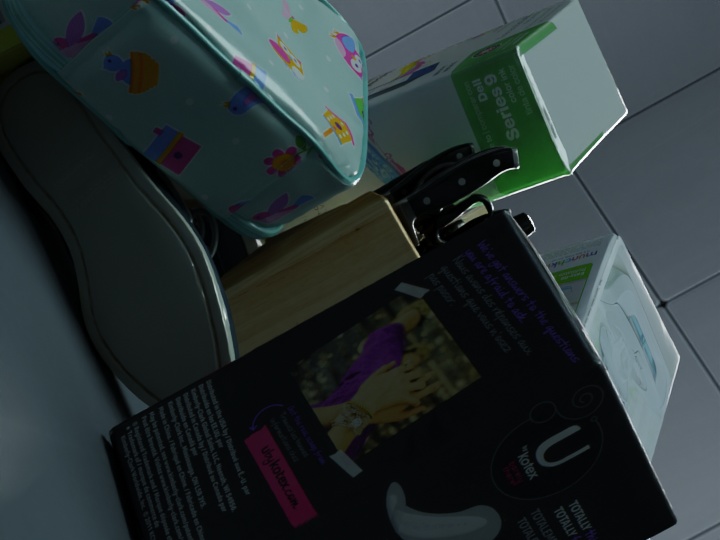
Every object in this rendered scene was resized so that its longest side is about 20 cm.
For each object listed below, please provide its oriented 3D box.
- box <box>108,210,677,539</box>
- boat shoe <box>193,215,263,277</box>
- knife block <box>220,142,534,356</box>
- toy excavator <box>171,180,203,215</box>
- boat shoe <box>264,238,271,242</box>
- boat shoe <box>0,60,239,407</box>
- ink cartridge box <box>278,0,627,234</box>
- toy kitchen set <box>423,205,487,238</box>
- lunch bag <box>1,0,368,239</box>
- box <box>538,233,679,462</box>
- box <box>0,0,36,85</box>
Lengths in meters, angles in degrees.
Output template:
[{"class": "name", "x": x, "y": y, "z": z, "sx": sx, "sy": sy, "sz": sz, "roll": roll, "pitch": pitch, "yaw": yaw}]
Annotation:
[{"class": "box", "x": 0.013, "y": 0.088, "z": 0.746, "sx": 0.122, "sy": 0.200, "sz": 0.106, "roll": 59, "pitch": 4, "yaw": -43}, {"class": "boat shoe", "x": -0.084, "y": 0.004, "z": 1.092, "sx": 0.075, "sy": 0.062, "sz": 0.200, "roll": 57, "pitch": 9, "yaw": -75}, {"class": "knife block", "x": 0.000, "y": 0.000, "z": 0.957, "sx": 0.200, "sy": 0.175, "sz": 0.064, "roll": -39, "pitch": 102, "yaw": -48}, {"class": "toy excavator", "x": -0.086, "y": -0.125, "z": 1.027, "sx": 0.194, "sy": 0.100, "sz": 0.200, "roll": 17, "pitch": 69, "yaw": -68}, {"class": "boat shoe", "x": -0.041, "y": 0.025, "z": 1.161, "sx": 0.076, "sy": 0.074, "sz": 0.200, "roll": 51, "pitch": 35, "yaw": -77}, {"class": "boat shoe", "x": -0.112, "y": -0.013, "z": 0.845, "sx": 0.200, "sy": 0.075, "sz": 0.062, "roll": 53, "pitch": 11, "yaw": 19}, {"class": "ink cartridge box", "x": 0.047, "y": -0.086, "z": 1.094, "sx": 0.088, "sy": 0.200, "sz": 0.145, "roll": 64, "pitch": 29, "yaw": -10}, {"class": "toy kitchen set", "x": -0.010, "y": -0.035, "z": 1.260, "sx": 0.181, "sy": 0.200, "sz": 0.163, "roll": 61, "pitch": -11, "yaw": -5}, {"class": "lunch bag", "x": -0.081, "y": -0.118, "z": 0.865, "sx": 0.200, "sy": 0.077, "sz": 0.160, "roll": 41, "pitch": 26, "yaw": -30}, {"class": "box", "x": 0.055, "y": 0.085, "z": 0.958, "sx": 0.097, "sy": 0.200, "sz": 0.177, "roll": 59, "pitch": 32, "yaw": -23}, {"class": "box", "x": -0.184, "y": -0.132, "z": 0.913, "sx": 0.075, "sy": 0.050, "sz": 0.200, "roll": 62, "pitch": 2, "yaw": -1}]
